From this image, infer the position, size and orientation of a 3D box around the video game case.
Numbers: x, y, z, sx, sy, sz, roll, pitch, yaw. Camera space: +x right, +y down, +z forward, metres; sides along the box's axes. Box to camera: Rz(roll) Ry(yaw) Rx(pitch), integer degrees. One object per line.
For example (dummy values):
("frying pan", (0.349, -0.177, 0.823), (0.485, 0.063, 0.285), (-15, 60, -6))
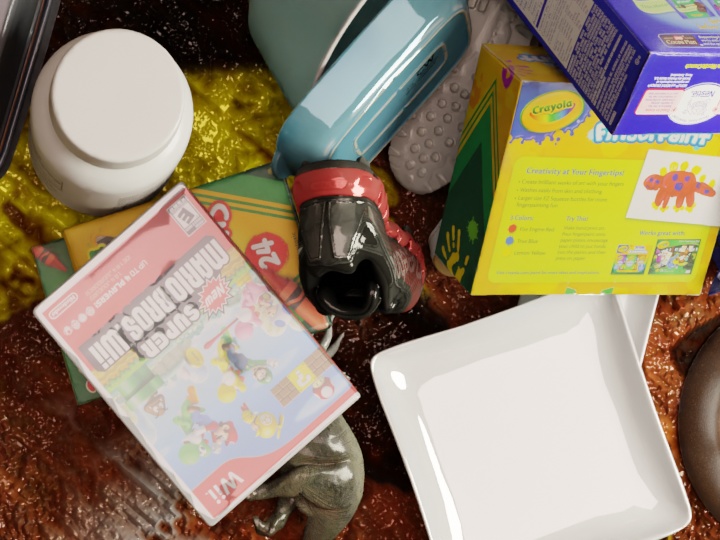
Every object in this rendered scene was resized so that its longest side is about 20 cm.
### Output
("video game case", (-0.117, 0.059, 1.476), (0.143, 0.017, 0.200), (-40, 88, -1))

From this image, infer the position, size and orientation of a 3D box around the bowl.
("bowl", (-0.007, -0.201, 1.514), (0.105, 0.201, 0.201), (40, 79, 17))

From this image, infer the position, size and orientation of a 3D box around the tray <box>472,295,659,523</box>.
("tray", (0.157, 0.082, 1.584), (0.106, 0.022, 0.202), (16, 82, -7))

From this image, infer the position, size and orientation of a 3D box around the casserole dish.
("casserole dish", (0.016, -0.132, 1.476), (0.039, 0.121, 0.200), (39, 83, 15))

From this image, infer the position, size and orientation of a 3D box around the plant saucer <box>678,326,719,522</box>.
("plant saucer", (0.345, 0.120, 1.608), (0.198, 0.032, 0.202), (1, 86, -9))

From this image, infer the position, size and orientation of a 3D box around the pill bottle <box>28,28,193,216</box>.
("pill bottle", (-0.175, -0.106, 1.456), (0.113, 0.200, 0.116), (1, 84, -10))

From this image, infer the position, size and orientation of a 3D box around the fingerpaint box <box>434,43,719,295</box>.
("fingerpaint box", (0.169, -0.071, 1.505), (0.198, 0.073, 0.168), (-1, 117, -25))

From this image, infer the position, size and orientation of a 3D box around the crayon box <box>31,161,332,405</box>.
("crayon box", (-0.133, 0.011, 1.513), (0.198, 0.051, 0.128), (-18, 87, 1))

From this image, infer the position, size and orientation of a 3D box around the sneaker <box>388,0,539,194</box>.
("sneaker", (0.091, -0.146, 1.570), (0.076, 0.080, 0.201), (33, 99, 8))

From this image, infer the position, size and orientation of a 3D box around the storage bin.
("storage bin", (-0.297, -0.175, 1.477), (0.144, 0.134, 0.202), (17, 81, -7))

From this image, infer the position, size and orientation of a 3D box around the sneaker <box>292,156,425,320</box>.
("sneaker", (0.000, 0.000, 1.480), (0.070, 0.201, 0.099), (-5, 66, 14))

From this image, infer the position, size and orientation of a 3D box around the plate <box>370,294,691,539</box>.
("plate", (0.125, 0.128, 1.547), (0.198, 0.032, 0.202), (-19, 88, -11))

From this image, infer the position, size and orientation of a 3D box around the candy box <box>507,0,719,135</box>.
("candy box", (0.202, -0.183, 1.448), (0.168, 0.077, 0.201), (-2, 44, -32))

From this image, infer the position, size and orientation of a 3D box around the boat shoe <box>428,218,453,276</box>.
("boat shoe", (0.122, -0.079, 1.576), (0.200, 0.071, 0.069), (-41, 58, 0))

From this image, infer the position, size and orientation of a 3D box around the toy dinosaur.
("toy dinosaur", (-0.039, 0.138, 1.520), (0.101, 0.077, 0.202), (-15, 84, -2))

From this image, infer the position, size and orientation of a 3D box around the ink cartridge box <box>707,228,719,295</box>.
("ink cartridge box", (0.338, -0.053, 1.568), (0.199, 0.136, 0.077), (-31, 87, -11))
